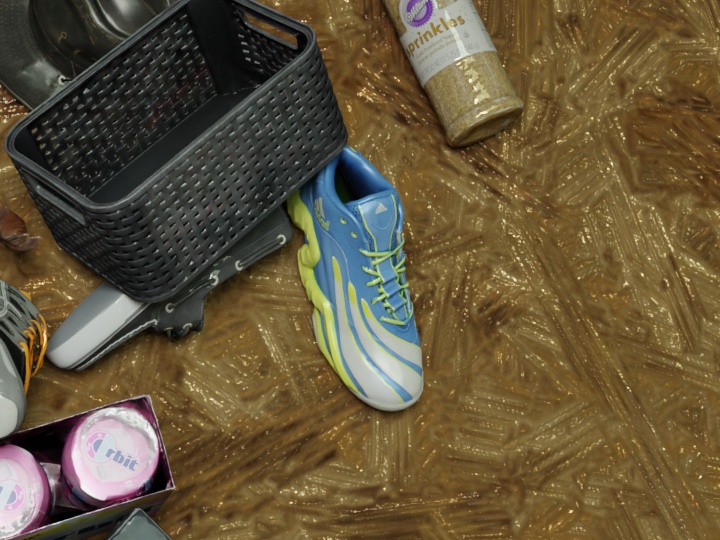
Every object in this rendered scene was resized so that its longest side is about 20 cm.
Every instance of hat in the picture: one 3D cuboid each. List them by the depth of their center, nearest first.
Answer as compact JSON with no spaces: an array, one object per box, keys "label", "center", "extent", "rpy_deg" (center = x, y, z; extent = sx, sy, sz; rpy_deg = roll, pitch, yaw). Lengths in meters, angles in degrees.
[{"label":"hat","center":[-0.186,-0.194,1.069],"extent":[0.199,0.081,0.202],"rpy_deg":[4,72,-12]}]

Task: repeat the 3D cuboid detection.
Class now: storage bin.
[{"label":"storage bin","center":[-0.123,-0.090,0.998],"extent":[0.200,0.094,0.135],"rpy_deg":[-42,48,-22]}]

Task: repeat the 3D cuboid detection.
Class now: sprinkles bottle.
[{"label":"sprinkles bottle","center":[0.058,-0.199,1.142],"extent":[0.068,0.068,0.201],"rpy_deg":[-21,79,-20]}]

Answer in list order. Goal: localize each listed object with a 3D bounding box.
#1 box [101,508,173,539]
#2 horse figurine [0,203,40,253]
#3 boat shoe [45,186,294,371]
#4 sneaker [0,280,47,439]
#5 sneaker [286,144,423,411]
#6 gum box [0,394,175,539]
[{"label":"box","center":[-0.144,0.293,0.902],"extent":[0.200,0.124,0.197],"rpy_deg":[45,66,2]},{"label":"horse figurine","center":[-0.306,-0.060,0.992],"extent":[0.199,0.133,0.050],"rpy_deg":[28,111,-4]},{"label":"boat shoe","center":[-0.129,0.014,1.030],"extent":[0.200,0.070,0.066],"rpy_deg":[-42,108,-19]},{"label":"sneaker","center":[-0.236,0.048,0.934],"extent":[0.077,0.200,0.079],"rpy_deg":[4,111,-25]},{"label":"sneaker","center":[0.000,0.000,1.043],"extent":[0.075,0.105,0.201],"rpy_deg":[-19,78,-19]},{"label":"gum box","center":[-0.228,0.147,0.931],"extent":[0.199,0.114,0.067],"rpy_deg":[-15,77,-18]}]
